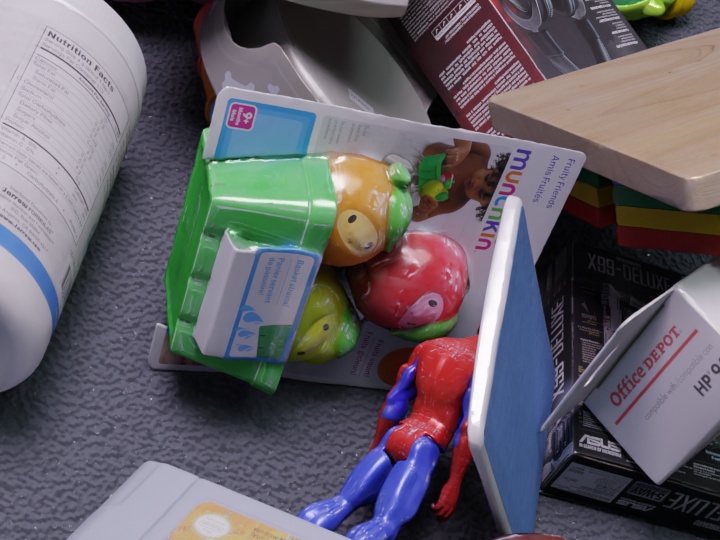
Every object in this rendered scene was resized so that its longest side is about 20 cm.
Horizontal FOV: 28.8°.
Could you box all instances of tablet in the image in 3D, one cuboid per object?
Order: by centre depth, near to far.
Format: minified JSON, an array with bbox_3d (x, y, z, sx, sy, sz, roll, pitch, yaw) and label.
[{"bbox_3d":[0.079,0.068,0.718,0.013,0.201,0.131,4,61,16],"label":"tablet"}]

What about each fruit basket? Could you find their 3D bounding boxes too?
[{"bbox_3d":[0.000,0.000,0.746,0.198,0.186,0.094,12,38,-13],"label":"fruit basket"}]

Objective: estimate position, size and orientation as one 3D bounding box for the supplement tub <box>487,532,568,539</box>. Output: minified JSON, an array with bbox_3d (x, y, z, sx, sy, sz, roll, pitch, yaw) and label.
[{"bbox_3d":[0.085,0.234,0.657,0.106,0.107,0.202,-2,56,-24],"label":"supplement tub"}]

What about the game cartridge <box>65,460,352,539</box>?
[{"bbox_3d":[-0.064,0.164,0.632,0.198,0.042,0.133,16,38,30],"label":"game cartridge"}]

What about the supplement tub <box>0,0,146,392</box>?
[{"bbox_3d":[-0.198,-0.048,0.733,0.131,0.132,0.201,19,49,-8],"label":"supplement tub"}]

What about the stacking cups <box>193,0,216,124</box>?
[{"bbox_3d":[-0.068,-0.089,0.863,0.060,0.061,0.202,-1,56,-23],"label":"stacking cups"}]

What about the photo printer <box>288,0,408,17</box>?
[{"bbox_3d":[-0.033,-0.225,0.805,0.165,0.070,0.201,17,41,-5],"label":"photo printer"}]

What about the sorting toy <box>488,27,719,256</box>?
[{"bbox_3d":[0.206,-0.070,0.778,0.198,0.070,0.199,-18,24,-19],"label":"sorting toy"}]

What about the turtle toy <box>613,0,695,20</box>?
[{"bbox_3d":[0.184,-0.275,1.084,0.144,0.101,0.201,-13,61,-30],"label":"turtle toy"}]

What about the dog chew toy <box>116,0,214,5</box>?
[{"bbox_3d":[-0.103,-0.230,0.923,0.198,0.125,0.126,7,52,-29],"label":"dog chew toy"}]

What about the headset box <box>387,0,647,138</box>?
[{"bbox_3d":[0.115,-0.147,0.940,0.148,0.077,0.201,-21,73,-49],"label":"headset box"}]

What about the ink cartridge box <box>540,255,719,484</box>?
[{"bbox_3d":[0.201,0.041,0.777,0.199,0.116,0.068,-28,67,-36],"label":"ink cartridge box"}]

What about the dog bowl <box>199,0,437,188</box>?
[{"bbox_3d":[-0.016,-0.106,0.849,0.200,0.059,0.201,40,27,-25],"label":"dog bowl"}]

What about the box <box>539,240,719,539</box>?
[{"bbox_3d":[0.207,0.080,0.861,0.198,0.050,0.159,16,50,-12],"label":"box"}]

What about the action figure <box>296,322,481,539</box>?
[{"bbox_3d":[0.022,0.101,0.725,0.065,0.052,0.201,18,65,45],"label":"action figure"}]
